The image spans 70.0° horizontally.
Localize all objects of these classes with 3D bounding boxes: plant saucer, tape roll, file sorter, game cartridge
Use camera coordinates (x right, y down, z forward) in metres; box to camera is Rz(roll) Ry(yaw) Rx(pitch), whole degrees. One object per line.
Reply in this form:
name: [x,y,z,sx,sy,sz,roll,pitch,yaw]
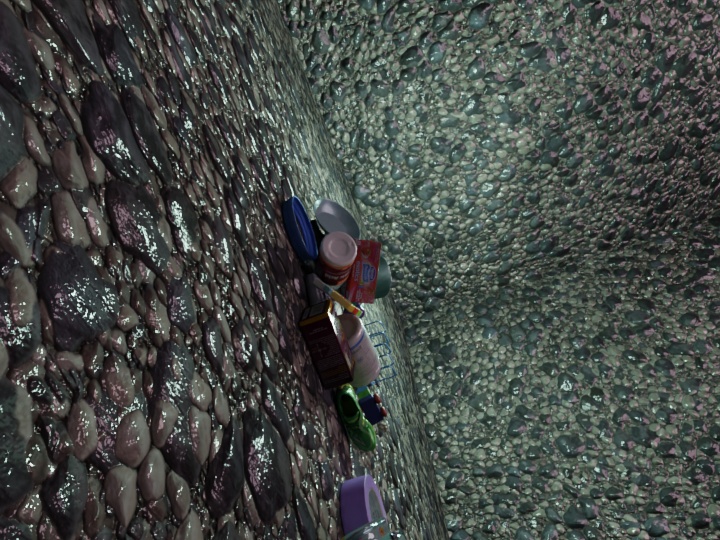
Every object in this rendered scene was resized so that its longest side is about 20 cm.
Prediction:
plant saucer: [-0.089,-0.162,1.779,0.199,0.039,0.203,29,35,-23]
tape roll: [0.014,0.606,1.239,0.200,0.064,0.204,-19,91,-83]
file sorter: [0.055,0.319,2.000,0.139,0.120,0.204,60,14,-59]
game cartridge: [-0.117,0.099,1.576,0.201,0.040,0.136,61,16,-56]

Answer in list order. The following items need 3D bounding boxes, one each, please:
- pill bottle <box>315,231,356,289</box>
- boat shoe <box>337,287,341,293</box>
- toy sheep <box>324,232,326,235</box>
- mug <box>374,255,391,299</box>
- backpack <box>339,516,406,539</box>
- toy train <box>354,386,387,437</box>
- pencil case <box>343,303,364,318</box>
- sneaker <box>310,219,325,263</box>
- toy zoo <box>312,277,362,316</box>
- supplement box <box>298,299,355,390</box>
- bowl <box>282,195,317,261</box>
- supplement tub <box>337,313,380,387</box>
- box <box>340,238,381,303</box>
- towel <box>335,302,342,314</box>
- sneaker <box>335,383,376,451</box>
pill bottle: [-0.081,-0.023,1.600,0.201,0.112,0.116,112,-34,-61]
boat shoe: [-0.074,0.022,1.925,0.076,0.070,0.204,47,26,-73]
toy sheep: [-0.083,-0.070,1.846,0.138,0.135,0.203,59,9,-59]
mug: [0.022,0.042,1.835,0.152,0.112,0.189,42,-49,50]
backpack: [0.009,0.554,0.927,0.155,0.174,0.200,56,4,15]
toy train: [0.035,0.461,1.721,0.116,0.083,0.202,-120,-174,-54]
pencil case: [-0.039,0.091,1.977,0.084,0.092,0.203,22,42,-36]
sneaker: [-0.121,-0.081,1.758,0.076,0.089,0.204,-5,76,-80]
toy zoo: [-0.067,0.078,1.504,0.130,0.021,0.200,37,-3,16]
supplement box: [-0.086,0.197,1.376,0.111,0.084,0.204,-81,152,-75]
bowl: [-0.185,-0.124,1.573,0.201,0.039,0.205,-19,91,-83]
supplement tub: [-0.025,0.241,1.551,0.133,0.129,0.202,-100,170,-50]
box: [0.000,0.000,1.691,0.099,0.093,0.205,-163,-101,-71]
towel: [-0.072,0.176,1.780,0.144,0.022,0.204,-60,133,-83]
sneaker: [-0.020,0.415,1.423,0.203,0.073,0.084,63,5,0]
